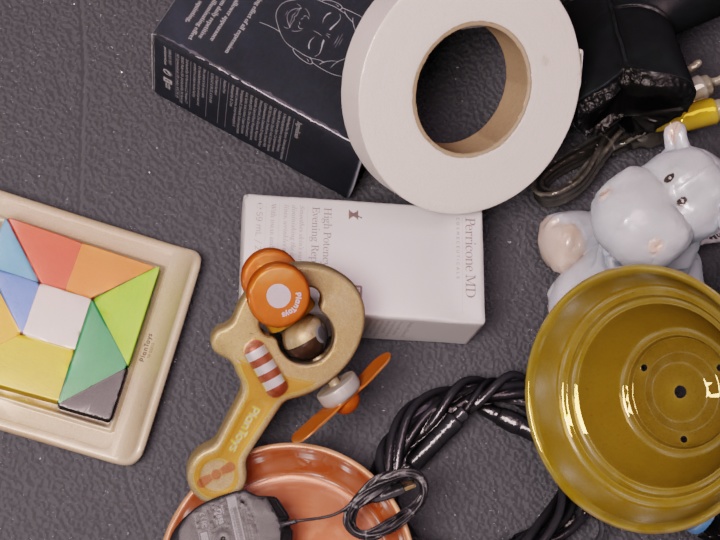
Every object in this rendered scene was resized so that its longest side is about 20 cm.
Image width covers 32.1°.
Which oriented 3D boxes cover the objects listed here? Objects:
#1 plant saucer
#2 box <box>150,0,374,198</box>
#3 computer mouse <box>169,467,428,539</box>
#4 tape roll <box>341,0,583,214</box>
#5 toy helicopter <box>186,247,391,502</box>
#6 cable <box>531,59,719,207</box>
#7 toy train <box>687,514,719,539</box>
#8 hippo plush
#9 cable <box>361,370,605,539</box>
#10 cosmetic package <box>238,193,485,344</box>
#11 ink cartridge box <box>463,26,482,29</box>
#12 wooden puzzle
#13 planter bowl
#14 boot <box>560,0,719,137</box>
[{"bbox_3d":[-0.055,0.233,0.949,0.198,0.032,0.202,-2,69,6],"label":"plant saucer"},{"bbox_3d":[-0.055,-0.185,1.062,0.199,0.107,0.149,29,70,2],"label":"box"},{"bbox_3d":[-0.045,0.187,0.936,0.198,0.034,0.059,-12,73,-4],"label":"computer mouse"},{"bbox_3d":[0.082,-0.145,0.985,0.201,0.037,0.205,-10,113,-24],"label":"tape roll"},{"bbox_3d":[-0.062,0.090,0.947,0.132,0.079,0.201,29,94,-14],"label":"toy helicopter"},{"bbox_3d":[0.231,-0.129,1.109,0.199,0.051,0.097,-24,44,-6],"label":"cable"},{"bbox_3d":[0.325,0.147,0.972,0.086,0.200,0.115,27,51,-6],"label":"toy train"},{"bbox_3d":[0.255,-0.021,1.026,0.199,0.161,0.160,-24,77,-15],"label":"hippo plush"},{"bbox_3d":[0.093,0.165,1.002,0.198,0.051,0.165,-8,74,-10],"label":"cable"},{"bbox_3d":[0.000,0.000,1.030,0.198,0.074,0.103,2,73,-6],"label":"cosmetic package"},{"bbox_3d":[0.061,-0.301,1.076,0.200,0.084,0.146,41,31,16],"label":"ink cartridge box"},{"bbox_3d":[-0.245,0.041,0.999,0.198,0.037,0.187,16,71,-3],"label":"wooden puzzle"},{"bbox_3d":[0.234,0.096,0.972,0.083,0.200,0.202,0,66,-51],"label":"planter bowl"},{"bbox_3d":[0.267,-0.197,1.080,0.198,0.077,0.169,-14,46,10],"label":"boot"}]
